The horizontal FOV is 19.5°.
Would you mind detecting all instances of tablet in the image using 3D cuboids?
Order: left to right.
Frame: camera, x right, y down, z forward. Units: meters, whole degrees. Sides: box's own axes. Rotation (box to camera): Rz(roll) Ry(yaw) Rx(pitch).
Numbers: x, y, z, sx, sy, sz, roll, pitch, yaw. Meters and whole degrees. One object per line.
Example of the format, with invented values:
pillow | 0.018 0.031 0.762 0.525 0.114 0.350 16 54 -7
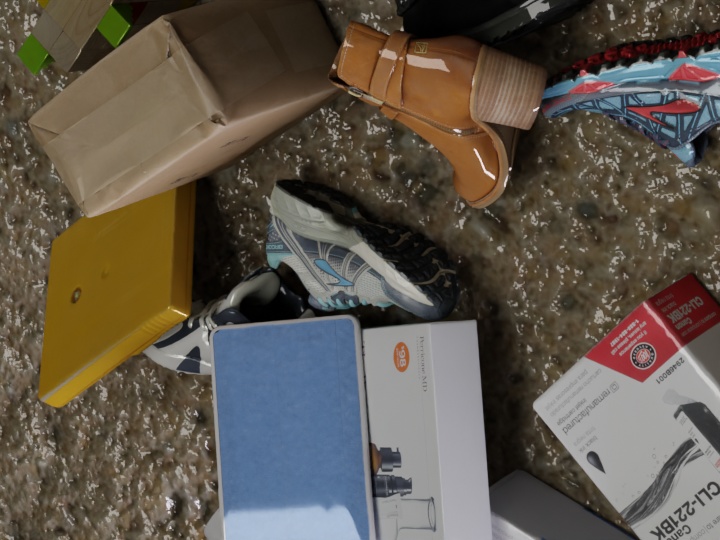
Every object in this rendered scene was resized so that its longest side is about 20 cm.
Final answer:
tablet | -0.057 0.141 1.727 0.129 0.014 0.201 -5 83 10

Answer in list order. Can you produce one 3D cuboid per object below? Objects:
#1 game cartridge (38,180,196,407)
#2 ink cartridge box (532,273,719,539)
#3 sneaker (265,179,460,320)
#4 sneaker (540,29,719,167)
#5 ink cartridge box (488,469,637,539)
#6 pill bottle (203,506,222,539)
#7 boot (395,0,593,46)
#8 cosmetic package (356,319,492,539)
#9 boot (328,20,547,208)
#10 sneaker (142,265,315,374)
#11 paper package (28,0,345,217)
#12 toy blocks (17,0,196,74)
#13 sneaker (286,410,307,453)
game cartridge | -0.214 0.006 1.856 0.200 0.032 0.177 -32 45 38
ink cartridge box | 0.253 0.129 1.593 0.200 0.084 0.144 51 126 10
sneaker | 0.000 0.000 1.736 0.200 0.077 0.087 33 117 34
sneaker | 0.219 -0.119 1.537 0.199 0.079 0.096 -5 105 37
ink cartridge box | 0.143 0.291 1.727 0.146 0.086 0.201 30 119 24
pill bottle | -0.042 0.275 1.836 0.200 0.111 0.111 45 126 14
boot | 0.076 -0.245 1.577 0.211 0.079 0.159 -13 98 51
cosmetic package | 0.043 0.144 1.708 0.151 0.051 0.201 -8 85 57
boot | 0.048 -0.119 1.588 0.154 0.077 0.200 14 162 -2
sneaker | -0.116 0.034 1.810 0.199 0.079 0.130 29 135 24
paper package | -0.135 -0.141 1.705 0.190 0.200 0.104 -29 88 38
toy blocks | -0.183 -0.243 1.754 0.100 0.137 0.200 47 119 16
sneaker | -0.036 0.191 1.763 0.078 0.066 0.201 14 86 1
